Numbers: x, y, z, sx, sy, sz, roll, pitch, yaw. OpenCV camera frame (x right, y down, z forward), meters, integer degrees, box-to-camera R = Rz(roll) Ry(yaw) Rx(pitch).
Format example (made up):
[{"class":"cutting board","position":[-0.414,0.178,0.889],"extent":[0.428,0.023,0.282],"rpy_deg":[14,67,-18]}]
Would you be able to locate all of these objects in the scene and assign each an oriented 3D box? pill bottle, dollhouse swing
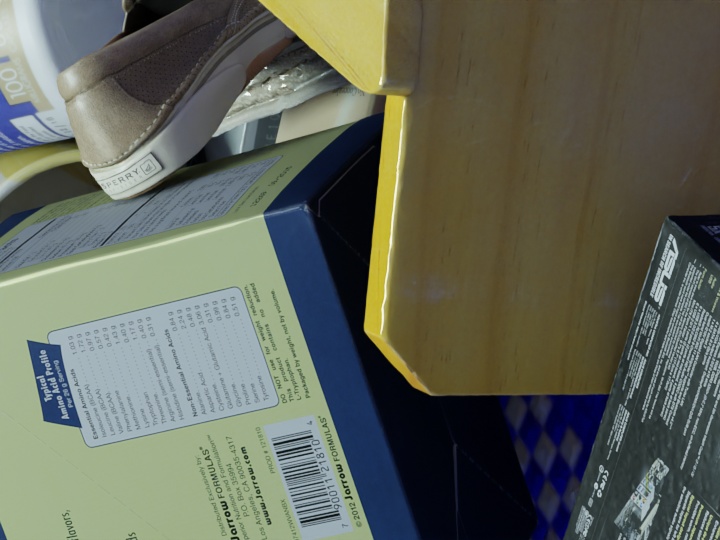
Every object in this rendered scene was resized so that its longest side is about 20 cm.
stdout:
[{"class":"pill bottle","position":[-0.222,-0.114,1.366],"extent":[0.199,0.120,0.120],"rpy_deg":[-11,77,24]},{"class":"dollhouse swing","position":[0.059,-0.067,1.048],"extent":[0.182,0.199,0.177],"rpy_deg":[44,127,53]}]

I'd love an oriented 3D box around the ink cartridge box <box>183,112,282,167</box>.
[{"class":"ink cartridge box","position":[-0.097,-0.035,1.498],"extent":[0.173,0.043,0.201],"rpy_deg":[37,121,54]}]

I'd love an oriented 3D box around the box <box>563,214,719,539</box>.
[{"class":"box","position":[0.159,0.104,0.976],"extent":[0.164,0.086,0.201],"rpy_deg":[49,131,51]}]

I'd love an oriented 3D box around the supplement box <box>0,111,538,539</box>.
[{"class":"supplement box","position":[-0.059,0.064,1.107],"extent":[0.199,0.134,0.201],"rpy_deg":[-13,104,22]}]

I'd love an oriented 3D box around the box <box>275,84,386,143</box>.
[{"class":"box","position":[0.000,0.000,1.242],"extent":[0.095,0.077,0.201],"rpy_deg":[4,81,61]}]

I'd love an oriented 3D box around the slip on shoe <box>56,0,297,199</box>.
[{"class":"slip on shoe","position":[-0.074,-0.107,1.154],"extent":[0.076,0.200,0.061],"rpy_deg":[-23,112,38]}]

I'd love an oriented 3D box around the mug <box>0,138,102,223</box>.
[{"class":"mug","position":[-0.151,-0.022,1.450],"extent":[0.150,0.186,0.153],"rpy_deg":[66,169,-24]}]

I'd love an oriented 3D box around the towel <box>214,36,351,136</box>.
[{"class":"towel","position":[0.002,-0.132,1.215],"extent":[0.199,0.035,0.133],"rpy_deg":[-18,30,45]}]
